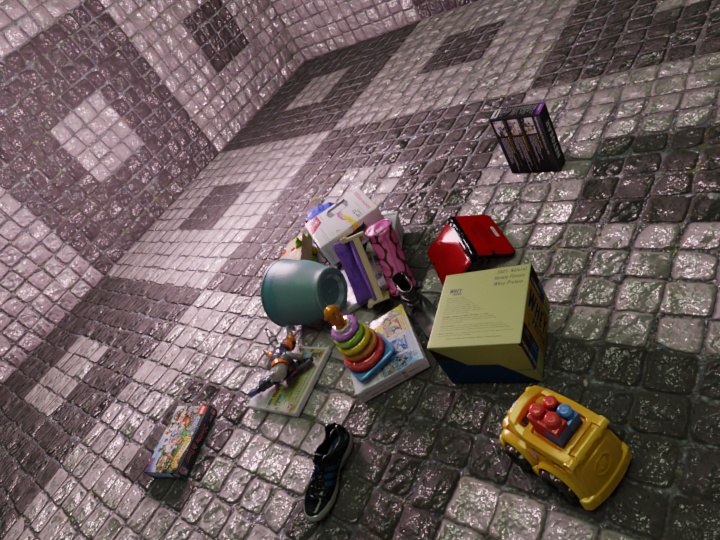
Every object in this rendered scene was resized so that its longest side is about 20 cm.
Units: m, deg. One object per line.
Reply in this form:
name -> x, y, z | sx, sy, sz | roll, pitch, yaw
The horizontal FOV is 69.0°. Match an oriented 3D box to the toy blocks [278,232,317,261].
toy blocks -> -0.231, -0.033, 1.775 | 0.137, 0.100, 0.200 | -36, 32, 22

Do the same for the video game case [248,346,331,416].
video game case -> -0.189, 0.290, 1.405 | 0.181, 0.023, 0.200 | -4, 45, 38

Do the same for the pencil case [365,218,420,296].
pencil case -> 0.083, -0.033, 1.390 | 0.090, 0.201, 0.094 | -22, 15, 12

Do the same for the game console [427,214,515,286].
game console -> 0.288, -0.050, 1.393 | 0.171, 0.119, 0.200 | -4, 36, -9

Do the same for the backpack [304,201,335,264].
backpack -> -0.086, -0.133, 1.699 | 0.167, 0.163, 0.200 | -23, 22, -7

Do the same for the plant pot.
plant pot -> -0.145, 0.059, 1.476 | 0.187, 0.200, 0.201 | -5, 45, 38

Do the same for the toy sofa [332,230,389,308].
toy sofa -> 0.000, 0.000, 1.411 | 0.097, 0.201, 0.083 | -22, 6, 4

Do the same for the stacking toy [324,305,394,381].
stacking toy -> -0.025, 0.146, 1.194 | 0.116, 0.200, 0.110 | -43, 35, -6

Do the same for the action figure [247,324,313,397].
action figure -> -0.235, 0.242, 1.395 | 0.200, 0.105, 0.194 | -33, 24, 0

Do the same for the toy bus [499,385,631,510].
toy bus -> 0.308, 0.259, 0.859 | 0.136, 0.192, 0.200 | -47, 34, -13

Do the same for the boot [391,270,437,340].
boot -> 0.143, 0.088, 1.255 | 0.070, 0.132, 0.200 | -41, 34, -8

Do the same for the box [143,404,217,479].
box -> -0.493, 0.469, 1.443 | 0.136, 0.038, 0.201 | -13, 41, 31

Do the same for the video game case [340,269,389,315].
video game case -> 0.003, 0.030, 1.541 | 0.200, 0.024, 0.182 | -34, 34, 4

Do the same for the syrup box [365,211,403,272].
syrup box -> 0.074, -0.085, 1.536 | 0.078, 0.082, 0.200 | -10, 33, 17

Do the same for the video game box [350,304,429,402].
video game box -> 0.057, 0.197, 1.278 | 0.182, 0.047, 0.200 | -32, 35, 11

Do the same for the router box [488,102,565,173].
router box -> 0.461, -0.358, 1.444 | 0.149, 0.200, 0.051 | 8, 56, 45

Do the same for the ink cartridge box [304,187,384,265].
ink cartridge box -> -0.043, -0.130, 1.516 | 0.200, 0.086, 0.148 | -37, 40, -1

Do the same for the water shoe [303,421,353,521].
water shoe -> -0.082, 0.419, 1.107 | 0.071, 0.079, 0.200 | -9, 43, 34

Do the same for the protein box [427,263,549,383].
protein box -> 0.275, 0.115, 1.105 | 0.198, 0.135, 0.201 | -10, 43, 34
